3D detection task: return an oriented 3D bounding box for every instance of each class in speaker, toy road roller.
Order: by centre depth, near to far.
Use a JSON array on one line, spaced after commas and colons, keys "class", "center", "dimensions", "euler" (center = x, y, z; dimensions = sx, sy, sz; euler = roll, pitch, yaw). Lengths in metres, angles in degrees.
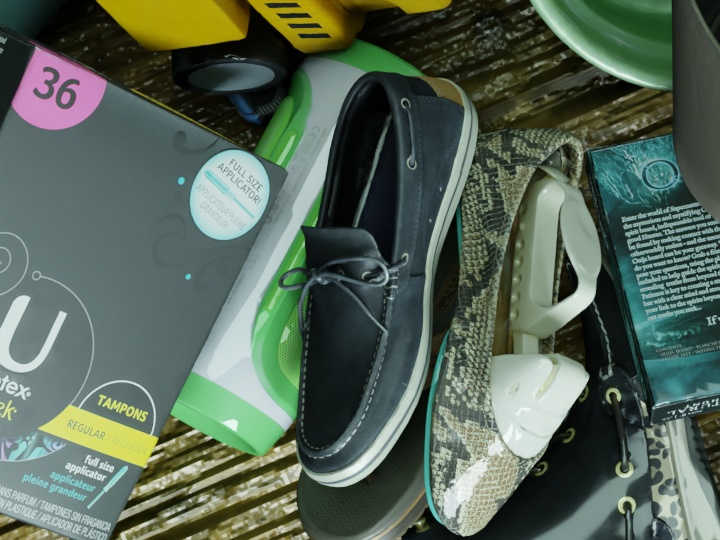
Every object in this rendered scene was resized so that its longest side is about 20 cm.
[{"class": "toy road roller", "center": [-0.040, -0.169, 1.146], "dimensions": [0.146, 0.200, 0.123], "euler": [-8, 75, 16]}, {"class": "speaker", "center": [-0.033, -0.013, 1.227], "dimensions": [0.088, 0.088, 0.200], "euler": [26, 79, 10]}]

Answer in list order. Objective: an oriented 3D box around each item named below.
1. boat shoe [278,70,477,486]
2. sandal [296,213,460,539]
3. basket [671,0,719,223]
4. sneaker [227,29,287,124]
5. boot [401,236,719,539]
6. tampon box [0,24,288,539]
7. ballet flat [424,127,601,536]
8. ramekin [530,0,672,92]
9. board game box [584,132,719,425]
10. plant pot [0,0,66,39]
[{"class": "boat shoe", "center": [0.000, 0.000, 1.154], "dimensions": [0.075, 0.062, 0.200], "euler": [7, 79, 47]}, {"class": "sandal", "center": [0.021, 0.043, 1.205], "dimensions": [0.082, 0.055, 0.200], "euler": [15, 69, 45]}, {"class": "basket", "center": [0.197, -0.099, 1.080], "dimensions": [0.136, 0.200, 0.181], "euler": [-13, 70, -2]}, {"class": "sneaker", "center": [-0.035, -0.173, 1.275], "dimensions": [0.083, 0.071, 0.200], "euler": [7, 73, 16]}, {"class": "boot", "center": [0.087, 0.095, 1.198], "dimensions": [0.153, 0.073, 0.204], "euler": [-17, 73, 2]}, {"class": "tampon box", "center": [-0.159, 0.000, 1.157], "dimensions": [0.126, 0.150, 0.200], "euler": [28, 93, 54]}, {"class": "ballet flat", "center": [0.075, 0.023, 1.155], "dimensions": [0.075, 0.068, 0.200], "euler": [-9, 64, 36]}, {"class": "ramekin", "center": [0.161, -0.194, 1.218], "dimensions": [0.199, 0.098, 0.201], "euler": [-1, 106, -5]}, {"class": "board game box", "center": [0.217, -0.014, 1.169], "dimensions": [0.199, 0.028, 0.136], "euler": [-11, 68, -1]}, {"class": "plant pot", "center": [-0.194, -0.211, 1.243], "dimensions": [0.200, 0.200, 0.188], "euler": [25, 92, 10]}]
